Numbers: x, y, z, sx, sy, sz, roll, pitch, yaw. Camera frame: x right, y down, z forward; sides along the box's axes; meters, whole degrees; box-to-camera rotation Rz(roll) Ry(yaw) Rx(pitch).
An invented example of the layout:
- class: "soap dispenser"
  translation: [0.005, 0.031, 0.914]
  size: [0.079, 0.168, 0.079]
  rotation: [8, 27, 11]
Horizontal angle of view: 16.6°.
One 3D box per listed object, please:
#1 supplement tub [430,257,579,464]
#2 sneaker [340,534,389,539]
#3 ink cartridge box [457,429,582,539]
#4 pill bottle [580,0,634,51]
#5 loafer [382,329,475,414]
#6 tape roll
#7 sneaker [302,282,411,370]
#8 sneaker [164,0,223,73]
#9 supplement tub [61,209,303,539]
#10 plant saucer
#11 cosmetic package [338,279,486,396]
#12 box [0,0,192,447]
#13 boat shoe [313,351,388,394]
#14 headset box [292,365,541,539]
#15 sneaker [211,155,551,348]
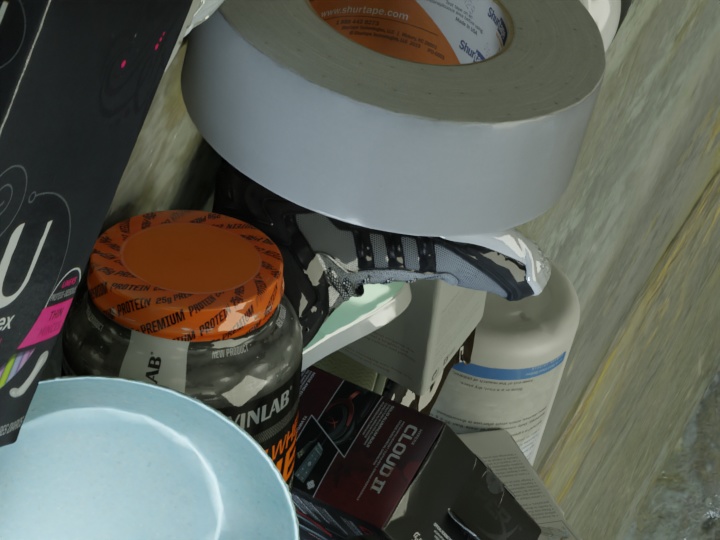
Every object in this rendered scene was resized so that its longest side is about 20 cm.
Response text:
- class: "supplement tub"
  translation: [0.077, 0.086, 1.803]
  size: [0.132, 0.132, 0.201]
  rotation: [-44, 155, -48]
- class: "sneaker"
  translation: [-0.032, 0.228, 1.371]
  size: [0.200, 0.074, 0.088]
  rotation: [-55, 165, 9]
- class: "ink cartridge box"
  translation: [0.049, 0.184, 1.648]
  size: [0.199, 0.176, 0.045]
  rotation: [-4, 128, -29]
- class: "pill bottle"
  translation: [0.104, -0.174, 1.446]
  size: [0.200, 0.115, 0.116]
  rotation: [-57, 166, -56]
- class: "loafer"
  translation: [0.046, 0.031, 1.677]
  size: [0.071, 0.073, 0.201]
  rotation: [42, 71, -43]
- class: "tape roll"
  translation: [0.016, -0.101, 1.192]
  size: [0.200, 0.200, 0.066]
  rotation: [-41, 154, -51]
- class: "sneaker"
  translation: [-0.070, 0.009, 1.376]
  size: [0.200, 0.074, 0.119]
  rotation: [-33, 118, -26]
- class: "sneaker"
  translation: [-0.093, -0.117, 1.062]
  size: [0.200, 0.078, 0.099]
  rotation: [-56, 166, -17]
- class: "supplement tub"
  translation: [-0.093, 0.079, 1.256]
  size: [0.122, 0.122, 0.201]
  rotation: [-42, 144, -50]
- class: "plant saucer"
  translation: [-0.129, 0.125, 1.187]
  size: [0.039, 0.200, 0.202]
  rotation: [-99, -157, -58]
- class: "cosmetic package"
  translation: [0.020, -0.030, 1.482]
  size: [0.081, 0.113, 0.200]
  rotation: [-50, 162, -35]
- class: "box"
  translation: [-0.161, -0.037, 0.918]
  size: [0.201, 0.106, 0.122]
  rotation: [-67, 164, 14]
- class: "boat shoe"
  translation: [-0.011, 0.066, 1.606]
  size: [0.201, 0.072, 0.068]
  rotation: [-60, 170, -10]
- class: "headset box"
  translation: [0.003, 0.125, 1.445]
  size: [0.075, 0.199, 0.149]
  rotation: [-58, 142, -14]
- class: "sneaker"
  translation: [0.000, 0.000, 1.330]
  size: [0.114, 0.199, 0.075]
  rotation: [-68, -163, -5]
